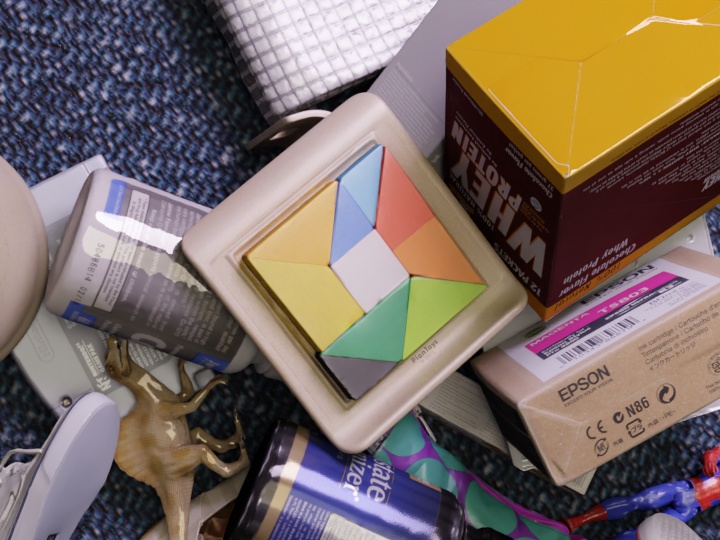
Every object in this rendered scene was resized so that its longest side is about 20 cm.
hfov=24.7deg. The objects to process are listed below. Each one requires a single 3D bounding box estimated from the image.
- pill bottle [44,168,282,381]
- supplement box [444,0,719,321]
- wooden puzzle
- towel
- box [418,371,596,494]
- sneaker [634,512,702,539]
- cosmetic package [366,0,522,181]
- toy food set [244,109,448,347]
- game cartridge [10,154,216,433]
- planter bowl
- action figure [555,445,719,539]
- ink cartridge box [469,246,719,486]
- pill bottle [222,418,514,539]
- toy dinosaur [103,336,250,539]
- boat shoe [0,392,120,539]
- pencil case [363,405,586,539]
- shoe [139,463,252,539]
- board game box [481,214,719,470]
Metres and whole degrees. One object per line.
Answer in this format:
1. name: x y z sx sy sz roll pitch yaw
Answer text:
1. pill bottle: -0.122 0.010 1.217 0.199 0.114 0.114 20 81 -15
2. supplement box: 0.175 -0.105 1.190 0.197 0.200 0.133 -33 64 -15
3. wooden puzzle: 0.000 0.000 1.174 0.185 0.037 0.200 -40 96 -15
4. towel: -0.021 -0.227 1.313 0.200 0.086 0.166 -26 89 -15
5. box: 0.103 0.120 1.340 0.200 0.039 0.042 29 80 -11
6. sneaker: 0.254 0.271 1.315 0.105 0.075 0.200 -37 133 17
7. cosmetic package: 0.081 -0.142 1.262 0.107 0.200 0.090 -4 52 -53
8. toy food set: -0.015 -0.026 1.266 0.060 0.143 0.200 -32 94 -17
9. game cartridge: -0.213 0.027 1.268 0.133 0.040 0.201 -27 93 -18
10. planter bowl: -0.331 -0.010 1.166 0.199 0.135 0.201 0 88 -2
11. action figure: 0.271 0.194 1.352 0.199 0.099 0.065 -21 93 -18
12. ink cartridge box: 0.195 0.065 1.215 0.200 0.165 0.075 -29 101 -5
13. pill bottle: 0.007 0.197 1.209 0.199 0.112 0.112 24 80 -5
14. toy dinosaur: -0.137 0.139 1.251 0.101 0.058 0.201 -15 93 -2
15. boat shoe: -0.253 0.172 1.224 0.086 0.075 0.203 27 97 24
16. pencil case: 0.075 0.189 1.305 0.200 0.085 0.093 39 93 -9
17. shoe: -0.107 0.201 1.272 0.200 0.053 0.070 -39 96 -14
18. board game box: 0.190 0.036 1.308 0.199 0.026 0.201 -16 99 -6
